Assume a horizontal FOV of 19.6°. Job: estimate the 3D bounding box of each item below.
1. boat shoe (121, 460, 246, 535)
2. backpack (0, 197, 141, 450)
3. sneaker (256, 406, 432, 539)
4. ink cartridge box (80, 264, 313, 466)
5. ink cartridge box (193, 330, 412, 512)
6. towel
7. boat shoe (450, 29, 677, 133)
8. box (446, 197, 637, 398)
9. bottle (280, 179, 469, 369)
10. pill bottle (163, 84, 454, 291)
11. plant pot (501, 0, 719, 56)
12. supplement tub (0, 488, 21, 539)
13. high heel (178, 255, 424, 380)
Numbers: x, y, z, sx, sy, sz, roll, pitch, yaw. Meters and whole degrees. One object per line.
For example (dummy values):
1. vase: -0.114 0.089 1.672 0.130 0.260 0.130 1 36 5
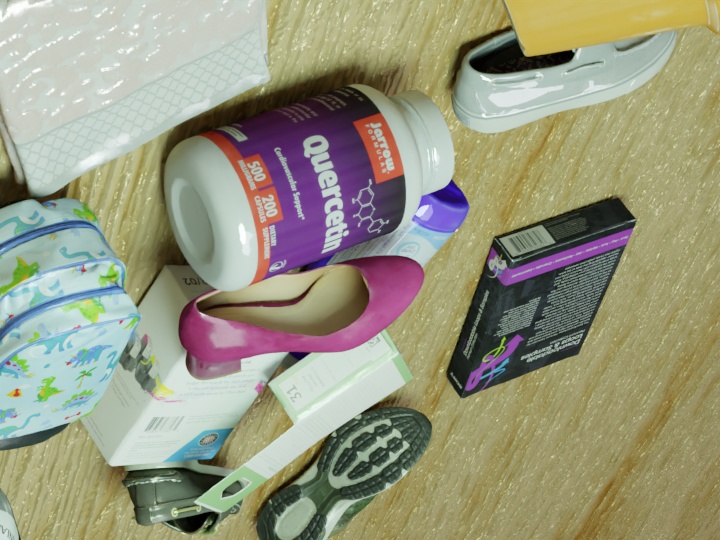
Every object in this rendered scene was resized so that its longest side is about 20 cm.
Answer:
1. boat shoe: -0.147 0.194 1.767 0.071 0.061 0.202 -7 166 15
2. backpack: -0.233 0.039 1.426 0.162 0.154 0.201 -5 130 -38
3. sneaker: -0.008 0.197 1.967 0.200 0.077 0.089 -39 164 15
4. ink cartridge box: -0.124 0.060 1.630 0.115 0.068 0.200 1 134 -48
5. ink cartridge box: -0.053 0.117 1.686 0.199 0.048 0.146 -34 168 -1
6. towel: -0.147 -0.148 1.346 0.199 0.032 0.192 -28 150 -17
7. boat shoe: 0.160 -0.172 1.611 0.199 0.072 0.069 -17 146 -15
8. box: 0.164 0.027 1.927 0.142 0.036 0.201 -18 145 -28
9. bottle: 0.000 0.000 1.679 0.200 0.065 0.083 -49 154 21
10. pill bottle: -0.034 -0.066 1.500 0.199 0.113 0.113 -21 148 -26
11. plant pot: 0.173 -0.238 1.419 0.182 0.201 0.200 -21 151 6
12. supplement tub: -0.320 0.228 1.608 0.122 0.123 0.201 -26 150 -17
13. high heel: -0.038 0.022 1.528 0.199 0.068 0.096 -25 157 -17
